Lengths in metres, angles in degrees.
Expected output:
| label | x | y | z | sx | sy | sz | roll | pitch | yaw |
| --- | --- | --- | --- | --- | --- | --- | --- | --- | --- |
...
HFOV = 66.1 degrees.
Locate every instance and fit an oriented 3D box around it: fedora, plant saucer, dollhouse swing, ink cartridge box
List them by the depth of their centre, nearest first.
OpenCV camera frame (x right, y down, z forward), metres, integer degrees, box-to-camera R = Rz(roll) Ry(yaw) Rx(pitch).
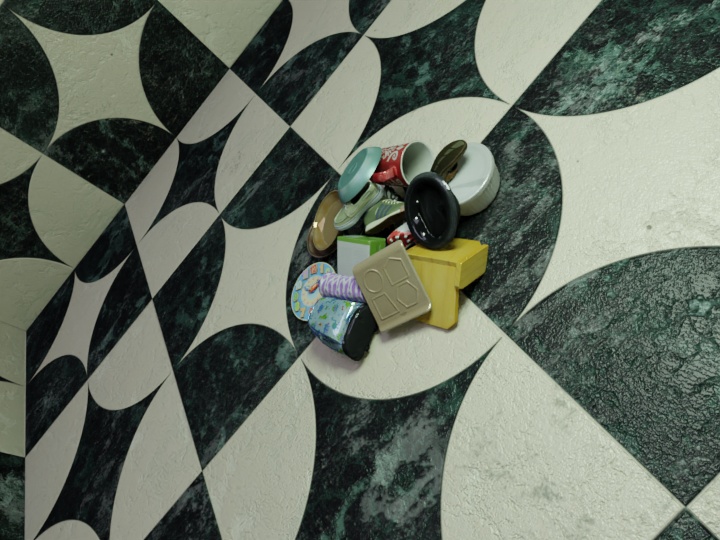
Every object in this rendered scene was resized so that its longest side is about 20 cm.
| label | x | y | z | sx | sy | sz | roll | pitch | yaw |
| --- | --- | --- | --- | --- | --- | --- | --- | --- | --- |
| fedora | 0.206 | -0.163 | 1.477 | 0.198 | 0.090 | 0.206 | 16 | 113 | 44 |
| dollhouse swing | 0.230 | 0.029 | 1.493 | 0.180 | 0.180 | 0.197 | -28 | 26 | -38 |
| plant saucer | -0.012 | -0.296 | 1.658 | 0.200 | 0.036 | 0.202 | -45 | 23 | 26 |
| ink cartridge box | 0.000 | 0.000 | 1.701 | 0.146 | 0.075 | 0.206 | 11 | 105 | 45 |
| plant saucer | -0.095 | -0.161 | 1.824 | 0.199 | 0.035 | 0.205 | -32 | 50 | 49 |
| plant saucer | -0.100 | -0.129 | 1.893 | 0.197 | 0.036 | 0.205 | -22 | 52 | 31 |

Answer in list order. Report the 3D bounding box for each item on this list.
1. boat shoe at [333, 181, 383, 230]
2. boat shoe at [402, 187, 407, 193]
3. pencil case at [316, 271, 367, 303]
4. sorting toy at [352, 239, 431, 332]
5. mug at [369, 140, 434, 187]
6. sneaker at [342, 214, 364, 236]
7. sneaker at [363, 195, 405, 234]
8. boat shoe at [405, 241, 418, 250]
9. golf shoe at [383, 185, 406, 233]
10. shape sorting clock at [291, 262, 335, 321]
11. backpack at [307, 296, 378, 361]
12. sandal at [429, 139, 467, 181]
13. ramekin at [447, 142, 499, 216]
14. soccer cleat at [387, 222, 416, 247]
| label | x | y | z | sx | sy | sz | roll | pitch | yaw |
| --- | --- | --- | --- | --- | --- | --- | --- | --- | --- |
| boat shoe | -0.018 | -0.199 | 1.666 | 0.199 | 0.061 | 0.073 | -40 | 45 | 26 |
| boat shoe | 0.173 | -0.237 | 1.695 | 0.073 | 0.063 | 0.204 | -35 | 47 | 16 |
| pencil case | -0.036 | 0.049 | 1.638 | 0.197 | 0.083 | 0.087 | 5 | 72 | 42 |
| sorting toy | 0.085 | 0.044 | 1.497 | 0.183 | 0.036 | 0.204 | -28 | 84 | 34 |
| mug | 0.094 | -0.317 | 1.652 | 0.198 | 0.174 | 0.137 | 13 | 96 | 55 |
| sneaker | 0.000 | -0.190 | 1.778 | 0.204 | 0.074 | 0.114 | -67 | 8 | -18 |
| sneaker | 0.081 | -0.185 | 1.643 | 0.198 | 0.066 | 0.092 | -25 | 69 | 39 |
| boat shoe | 0.109 | 0.000 | 1.601 | 0.202 | 0.060 | 0.072 | -48 | 43 | 8 |
| golf shoe | 0.099 | -0.188 | 1.719 | 0.094 | 0.077 | 0.202 | -41 | 43 | 14 |
| shape sorting clock | -0.156 | 0.067 | 1.817 | 0.197 | 0.039 | 0.204 | -23 | 51 | 31 |
| backpack | -0.060 | 0.156 | 1.613 | 0.199 | 0.152 | 0.166 | 6 | 66 | 60 |
| sandal | 0.233 | -0.271 | 1.533 | 0.202 | 0.054 | 0.082 | -59 | 34 | 17 |
| ramekin | 0.301 | -0.248 | 1.560 | 0.199 | 0.094 | 0.207 | -23 | 50 | 30 |
| soccer cleat | 0.161 | -0.126 | 1.616 | 0.198 | 0.068 | 0.086 | -28 | 34 | 39 |
